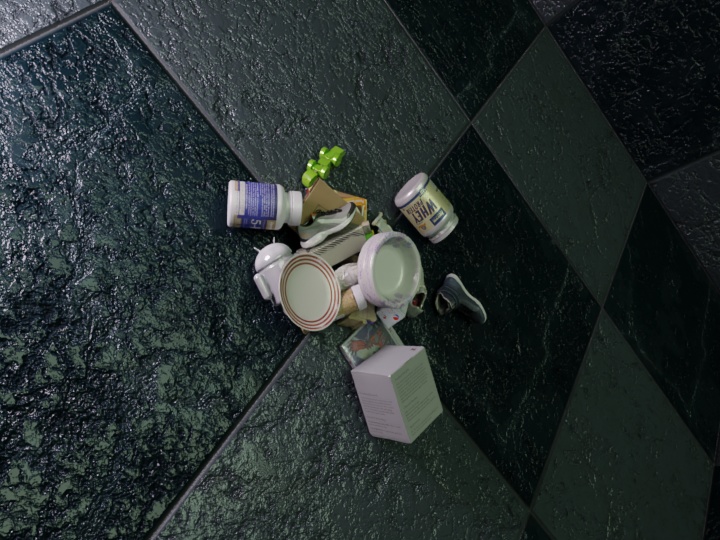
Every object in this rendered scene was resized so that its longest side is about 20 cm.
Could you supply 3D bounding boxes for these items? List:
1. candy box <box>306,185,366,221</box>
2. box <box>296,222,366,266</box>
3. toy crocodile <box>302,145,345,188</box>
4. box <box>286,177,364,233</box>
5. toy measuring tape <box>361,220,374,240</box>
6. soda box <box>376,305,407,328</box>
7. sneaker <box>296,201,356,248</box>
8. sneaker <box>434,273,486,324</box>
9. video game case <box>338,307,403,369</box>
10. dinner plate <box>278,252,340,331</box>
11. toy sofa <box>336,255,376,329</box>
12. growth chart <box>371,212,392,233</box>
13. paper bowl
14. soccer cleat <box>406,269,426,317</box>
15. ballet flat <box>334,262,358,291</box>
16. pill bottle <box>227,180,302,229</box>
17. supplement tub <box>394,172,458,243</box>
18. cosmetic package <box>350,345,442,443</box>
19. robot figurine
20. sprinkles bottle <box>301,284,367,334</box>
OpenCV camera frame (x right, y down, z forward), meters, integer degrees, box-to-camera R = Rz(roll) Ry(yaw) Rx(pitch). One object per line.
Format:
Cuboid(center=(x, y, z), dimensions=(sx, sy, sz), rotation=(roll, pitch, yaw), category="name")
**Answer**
Cuboid(center=(-0.071, -0.177, 1.724), dimensions=(0.194, 0.055, 0.120), rotation=(12, 70, -33), category="candy box")
Cuboid(center=(-0.081, -0.062, 1.619), dimensions=(0.196, 0.081, 0.070), rotation=(-29, 113, -21), category="box")
Cuboid(center=(-0.112, -0.324, 1.744), dimensions=(0.066, 0.063, 0.201), rotation=(24, 48, 14), category="toy crocodile")
Cuboid(center=(-0.098, -0.144, 1.646), dimensions=(0.199, 0.021, 0.166), rotation=(38, 85, -32), category="box")
Cuboid(center=(0.028, -0.085, 1.699), dimensions=(0.070, 0.201, 0.077), rotation=(-1, 75, 4), category="toy measuring tape")
Cuboid(center=(0.105, 0.088, 1.705), dimensions=(0.064, 0.067, 0.201), rotation=(50, 24, -10), category="soda box")
Cuboid(center=(-0.095, -0.142, 1.594), dimensions=(0.197, 0.074, 0.081), rotation=(-34, 114, -16), category="sneaker")
Cuboid(center=(0.334, 0.129, 1.899), dimensions=(0.203, 0.077, 0.146), rotation=(48, 42, -2), category="sneaker")
Cuboid(center=(0.047, 0.243, 1.692), dimensions=(0.199, 0.023, 0.185), rotation=(-40, 99, -38), category="video game case")
Cuboid(center=(-0.134, 0.057, 1.478), dimensions=(0.195, 0.024, 0.208), rotation=(13, 69, -36), category="dinner plate")
Cuboid(center=(-0.010, 0.066, 1.670), dimensions=(0.095, 0.082, 0.208), rotation=(13, 67, -28), category="toy sofa")
Cuboid(center=(0.099, -0.088, 1.801), dimensions=(0.204, 0.017, 0.145), rotation=(59, 23, -4), category="growth chart")
Cuboid(center=(0.071, -0.001, 1.559), dimensions=(0.196, 0.102, 0.210), rotation=(1, 88, -41), category="paper bowl")
Cuboid(center=(0.187, 0.054, 1.819), dimensions=(0.068, 0.085, 0.207), rotation=(22, 62, -27), category="soccer cleat")
Cuboid(center=(0.000, 0.000, 1.610), dimensions=(0.196, 0.071, 0.074), rotation=(-23, 88, -35), category="ballet flat")
Cuboid(center=(-0.258, -0.173, 1.513), dimensions=(0.192, 0.120, 0.125), rotation=(2, 72, -16), category="pill bottle")
Cuboid(center=(0.224, -0.208, 1.897), dimensions=(0.200, 0.144, 0.147), rotation=(46, 54, -14), category="supplement tub")
Cuboid(center=(0.104, 0.341, 1.583), dimensions=(0.165, 0.163, 0.207), rotation=(-27, 105, -41), category="cosmetic package")
Cuboid(center=(-0.213, 0.014, 1.519), dimensions=(0.168, 0.111, 0.205), rotation=(-32, 94, -47), category="robot figurine")
Cuboid(center=(-0.079, 0.107, 1.558), dimensions=(0.194, 0.068, 0.070), rotation=(-23, 87, -6), category="sprinkles bottle")
